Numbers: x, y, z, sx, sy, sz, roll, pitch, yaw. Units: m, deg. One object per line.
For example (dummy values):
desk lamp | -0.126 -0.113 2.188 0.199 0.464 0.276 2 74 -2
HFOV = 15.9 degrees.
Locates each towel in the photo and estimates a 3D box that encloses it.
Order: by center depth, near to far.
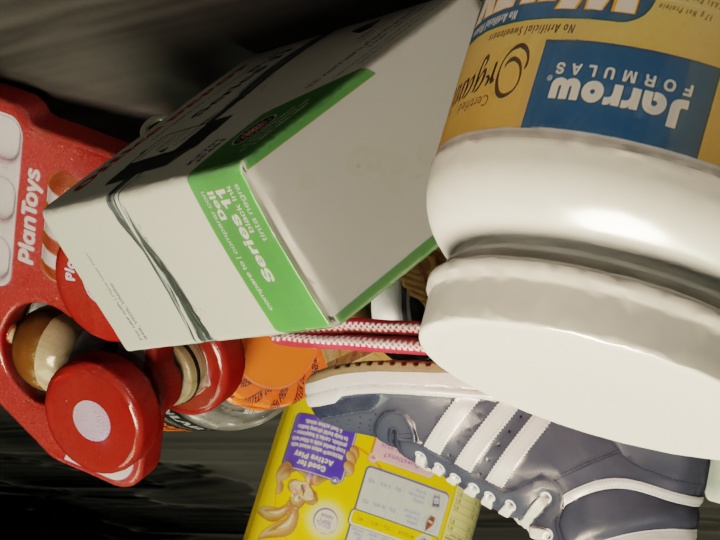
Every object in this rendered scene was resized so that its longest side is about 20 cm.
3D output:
towel | 0.076 0.029 1.153 0.199 0.023 0.144 4 178 -42

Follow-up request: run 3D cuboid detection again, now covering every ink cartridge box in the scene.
ink cartridge box | -0.031 -0.040 1.138 0.200 0.146 0.083 -10 116 58

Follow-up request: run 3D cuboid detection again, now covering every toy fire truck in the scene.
toy fire truck | -0.156 0.010 1.417 0.167 0.201 0.112 22 -150 23

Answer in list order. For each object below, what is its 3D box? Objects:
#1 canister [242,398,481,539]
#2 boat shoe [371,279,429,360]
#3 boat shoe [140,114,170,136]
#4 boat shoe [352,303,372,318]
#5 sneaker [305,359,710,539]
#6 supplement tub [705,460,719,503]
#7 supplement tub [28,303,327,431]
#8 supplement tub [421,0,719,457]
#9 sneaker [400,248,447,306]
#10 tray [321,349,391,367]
canister | 0.010 0.133 1.626 0.148 0.201 0.087 19 165 -7
boat shoe | 0.080 0.005 1.281 0.090 0.071 0.200 3 -173 25
boat shoe | -0.073 -0.047 1.298 0.074 0.087 0.201 7 179 36
boat shoe | 0.000 -0.003 1.307 0.063 0.074 0.201 -3 -174 17
sneaker | 0.066 0.097 1.198 0.198 0.109 0.070 1 179 20
supplement tub | 0.275 0.073 1.225 0.199 0.146 0.145 13 164 17
supplement tub | -0.107 0.036 1.566 0.122 0.123 0.199 26 163 -31
supplement tub | 0.105 -0.055 0.821 0.144 0.201 0.145 16 165 4
sneaker | 0.111 -0.041 1.167 0.199 0.090 0.075 -10 111 26
tray | 0.020 0.042 1.492 0.037 0.099 0.200 -24 152 11
